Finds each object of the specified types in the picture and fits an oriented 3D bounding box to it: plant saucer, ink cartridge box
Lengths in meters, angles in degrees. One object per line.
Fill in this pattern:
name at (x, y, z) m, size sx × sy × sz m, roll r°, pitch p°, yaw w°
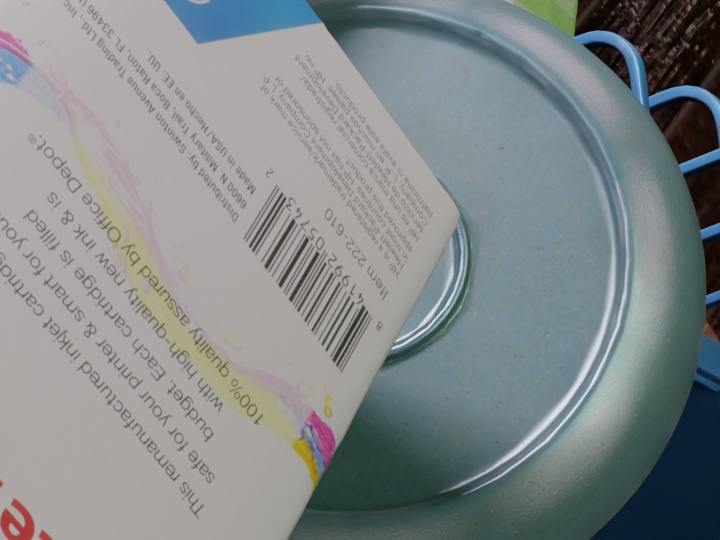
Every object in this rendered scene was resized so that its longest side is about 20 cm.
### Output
plant saucer at (0.000, 0.000, 0.788) m, size 0.027 × 0.199 × 0.201 m, roll 81°, pitch 7°, yaw -68°
ink cartridge box at (-0.077, 0.009, 0.646) m, size 0.145 × 0.084 × 0.200 m, roll 53°, pitch 43°, yaw -23°

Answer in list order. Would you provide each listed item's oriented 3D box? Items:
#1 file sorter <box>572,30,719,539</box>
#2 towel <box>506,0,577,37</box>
file sorter at (0.100, 0.024, 0.920) m, size 0.200 × 0.138 × 0.123 m, roll 26°, pitch 53°, yaw -43°
towel at (0.007, -0.121, 0.967) m, size 0.200 × 0.031 × 0.150 m, roll 34°, pitch 53°, yaw -39°
